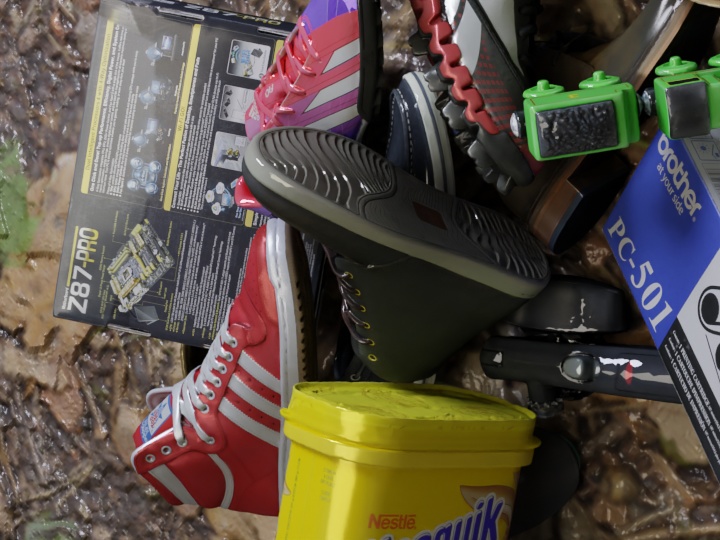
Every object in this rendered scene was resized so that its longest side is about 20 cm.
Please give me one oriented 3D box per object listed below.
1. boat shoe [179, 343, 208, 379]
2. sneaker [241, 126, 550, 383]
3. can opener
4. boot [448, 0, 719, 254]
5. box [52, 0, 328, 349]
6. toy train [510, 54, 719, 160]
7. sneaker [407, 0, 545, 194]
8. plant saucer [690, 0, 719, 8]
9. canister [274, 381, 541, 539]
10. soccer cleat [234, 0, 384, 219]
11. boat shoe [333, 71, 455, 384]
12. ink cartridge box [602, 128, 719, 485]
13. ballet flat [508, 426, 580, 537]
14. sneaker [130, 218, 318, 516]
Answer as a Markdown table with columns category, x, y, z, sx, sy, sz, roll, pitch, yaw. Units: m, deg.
| category | x | y | z | sx | sy | sz | roll | pitch | yaw |
| --- | --- | --- | --- | --- | --- | --- | --- | --- | --- |
| boat shoe | -0.074 | -0.021 | 1.468 | 0.073 | 0.063 | 0.200 | 12 | 106 | 34 |
| sneaker | 0.000 | 0.000 | 1.295 | 0.106 | 0.200 | 0.075 | -48 | 35 | 28 |
| can opener | 0.157 | 0.053 | 1.318 | 0.200 | 0.063 | 0.079 | 11 | 105 | 34 |
| boot | 0.122 | -0.112 | 1.303 | 0.097 | 0.075 | 0.200 | 41 | 122 | 19 |
| box | -0.090 | -0.055 | 1.413 | 0.161 | 0.049 | 0.200 | 10 | 103 | 1 |
| toy train | 0.177 | -0.089 | 1.218 | 0.200 | 0.056 | 0.042 | -10 | 104 | -2 |
| sneaker | 0.069 | -0.143 | 1.280 | 0.098 | 0.071 | 0.201 | -21 | 75 | 2 |
| plant saucer | 0.211 | -0.229 | 1.214 | 0.200 | 0.035 | 0.201 | -3 | 84 | 26 |
| canister | 0.015 | 0.169 | 1.313 | 0.086 | 0.148 | 0.200 | 18 | 101 | 47 |
| soccer cleat | -0.027 | -0.096 | 1.300 | 0.073 | 0.068 | 0.200 | 4 | 141 | -5 |
| boat shoe | 0.018 | -0.018 | 1.392 | 0.075 | 0.062 | 0.200 | -119 | 33 | -68 |
| ink cartridge box | 0.194 | 0.020 | 1.232 | 0.094 | 0.044 | 0.200 | 115 | 146 | -41 |
| ballet flat | 0.037 | 0.139 | 1.418 | 0.200 | 0.073 | 0.073 | -13 | 92 | 36 |
| sneaker | -0.082 | 0.060 | 1.378 | 0.112 | 0.071 | 0.200 | 2 | 119 | 5 |
